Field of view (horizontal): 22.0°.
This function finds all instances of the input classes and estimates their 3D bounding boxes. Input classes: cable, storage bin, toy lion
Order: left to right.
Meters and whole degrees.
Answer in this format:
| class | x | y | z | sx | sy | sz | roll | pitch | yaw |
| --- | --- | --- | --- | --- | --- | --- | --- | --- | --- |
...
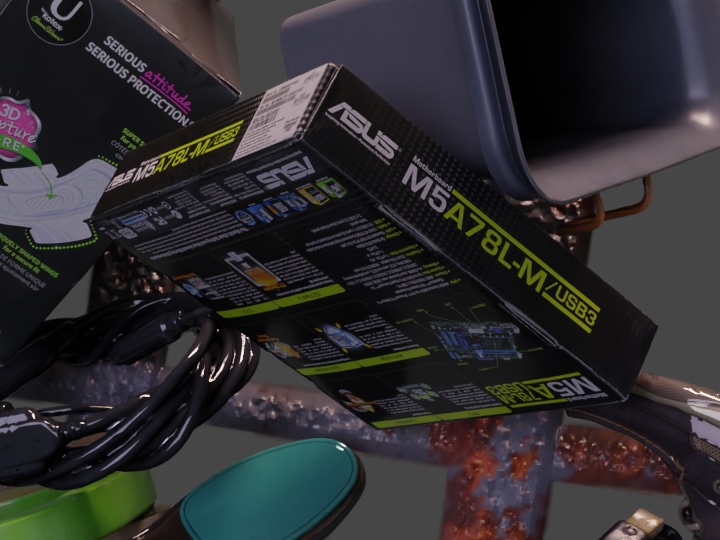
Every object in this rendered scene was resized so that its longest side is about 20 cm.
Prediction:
| class | x | y | z | sx | sy | sz | roll | pitch | yaw |
| --- | --- | --- | --- | --- | --- | --- | --- | --- | --- |
| toy lion | -0.224 | 0.147 | 0.969 | 0.199 | 0.192 | 0.069 | -14 | 95 | 26 |
| cable | -0.144 | 0.062 | 0.981 | 0.199 | 0.163 | 0.051 | -15 | 109 | 11 |
| storage bin | 0.067 | -0.087 | 0.857 | 0.134 | 0.200 | 0.146 | -8 | 98 | 39 |

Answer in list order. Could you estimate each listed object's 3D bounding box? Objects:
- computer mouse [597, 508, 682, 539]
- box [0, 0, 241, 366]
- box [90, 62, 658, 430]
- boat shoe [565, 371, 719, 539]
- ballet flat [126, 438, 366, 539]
| class | x | y | z | sx | sy | sz | roll | pitch | yaw |
| --- | --- | --- | --- | --- | --- | --- | --- | --- | --- |
| computer mouse | 0.152 | 0.202 | 0.792 | 0.200 | 0.110 | 0.044 | 52 | 131 | 1 |
| box | -0.173 | -0.082 | 0.993 | 0.200 | 0.124 | 0.149 | -46 | 20 | 15 |
| box | 0.000 | 0.000 | 0.836 | 0.200 | 0.193 | 0.048 | -15 | 45 | 57 |
| boat shoe | 0.173 | 0.100 | 0.824 | 0.199 | 0.074 | 0.074 | 22 | 92 | 32 |
| ballet flat | -0.085 | 0.154 | 0.953 | 0.199 | 0.069 | 0.068 | -27 | 53 | -15 |
